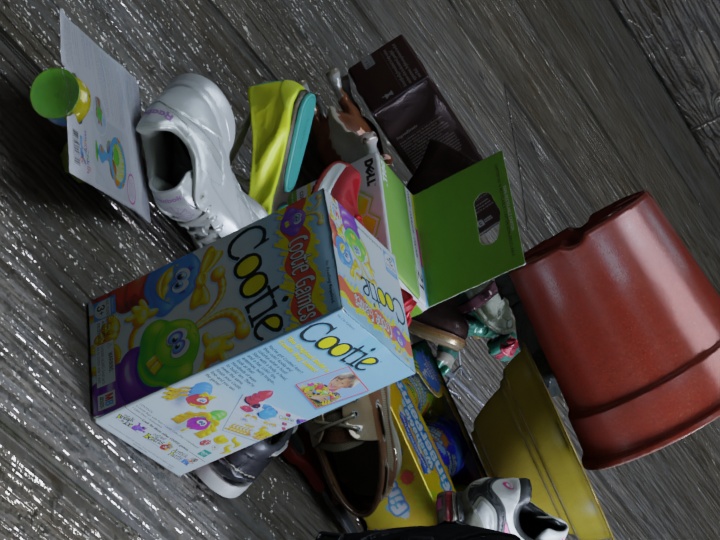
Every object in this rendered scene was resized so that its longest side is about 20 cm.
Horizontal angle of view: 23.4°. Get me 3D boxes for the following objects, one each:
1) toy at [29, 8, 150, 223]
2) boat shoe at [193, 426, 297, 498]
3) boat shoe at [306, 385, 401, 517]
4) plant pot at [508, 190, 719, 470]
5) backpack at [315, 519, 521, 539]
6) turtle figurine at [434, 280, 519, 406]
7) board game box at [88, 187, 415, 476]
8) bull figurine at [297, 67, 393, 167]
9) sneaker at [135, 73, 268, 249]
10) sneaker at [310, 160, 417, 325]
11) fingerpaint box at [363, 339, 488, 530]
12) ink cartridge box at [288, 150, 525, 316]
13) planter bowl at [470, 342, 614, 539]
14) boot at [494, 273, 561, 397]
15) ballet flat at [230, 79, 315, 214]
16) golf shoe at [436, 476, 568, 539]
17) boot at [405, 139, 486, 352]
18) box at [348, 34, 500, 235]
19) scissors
[{"bbox_3d":[-0.201,-0.106,1.270,0.200,0.047,0.116,58,26,-80],"label":"toy"},{"bbox_3d":[-0.077,0.099,1.339,0.074,0.060,0.200,44,24,-7],"label":"boat shoe"},{"bbox_3d":[-0.010,0.115,1.408,0.072,0.075,0.201,-76,151,-55],"label":"boat shoe"},{"bbox_3d":[0.242,0.047,1.583,0.196,0.200,0.201,60,20,-2],"label":"plant pot"},{"bbox_3d":[0.050,0.261,1.325,0.200,0.177,0.152,-3,90,-67],"label":"backpack"},{"bbox_3d":[0.107,0.040,1.838,0.201,0.100,0.150,56,15,-2],"label":"turtle figurine"},{"bbox_3d":[-0.078,0.046,1.208,0.105,0.199,0.103,43,30,-47],"label":"board game box"},{"bbox_3d":[-0.015,-0.135,1.729,0.200,0.065,0.122,66,0,-88],"label":"bull figurine"},{"bbox_3d":[-0.128,-0.049,1.380,0.100,0.075,0.201,-49,124,-53],"label":"sneaker"},{"bbox_3d":[0.000,0.000,1.509,0.078,0.115,0.201,88,16,-60],"label":"sneaker"},{"bbox_3d":[0.050,0.178,1.563,0.201,0.073,0.167,66,20,0],"label":"fingerpaint box"},{"bbox_3d":[0.038,-0.038,1.592,0.076,0.199,0.148,45,28,-43],"label":"ink cartridge box"},{"bbox_3d":[0.156,0.175,1.604,0.200,0.083,0.201,-25,90,-87],"label":"planter bowl"},{"bbox_3d":[0.181,0.053,1.760,0.131,0.067,0.200,63,0,18],"label":"boot"},{"bbox_3d":[-0.085,-0.064,1.485,0.067,0.067,0.201,-22,122,-77],"label":"ballet flat"},{"bbox_3d":[0.142,0.251,1.486,0.200,0.092,0.073,55,23,-39],"label":"golf shoe"},{"bbox_3d":[0.073,-0.028,1.646,0.072,0.167,0.200,24,10,-33],"label":"boot"},{"bbox_3d":[0.073,-0.133,1.784,0.200,0.075,0.100,51,8,-36],"label":"box"},{"bbox_3d":[-0.032,0.183,1.444,0.201,0.014,0.073,66,17,-3],"label":"scissors"}]
